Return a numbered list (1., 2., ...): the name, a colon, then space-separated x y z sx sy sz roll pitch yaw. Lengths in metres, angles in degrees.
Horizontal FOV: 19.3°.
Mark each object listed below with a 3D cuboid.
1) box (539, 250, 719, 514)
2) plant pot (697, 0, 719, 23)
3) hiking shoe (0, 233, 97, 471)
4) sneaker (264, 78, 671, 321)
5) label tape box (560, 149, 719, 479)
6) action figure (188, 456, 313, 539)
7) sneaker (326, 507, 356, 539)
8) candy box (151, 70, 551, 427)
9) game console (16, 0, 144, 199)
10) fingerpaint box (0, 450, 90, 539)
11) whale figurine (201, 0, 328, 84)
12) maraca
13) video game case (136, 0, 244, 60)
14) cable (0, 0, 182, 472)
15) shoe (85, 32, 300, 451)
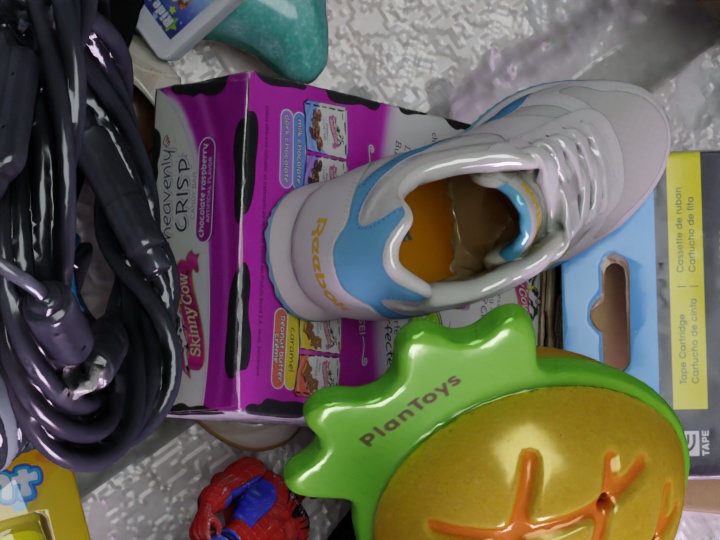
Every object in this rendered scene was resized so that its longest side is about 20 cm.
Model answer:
1. box: 0.166 0.033 0.992 0.199 0.021 0.164 9 81 -34
2. plant pot: 0.180 -0.236 0.983 0.173 0.200 0.200 42 73 8
3. hiking shoe: -0.157 -0.002 0.870 0.086 0.075 0.200 -13 54 -27
4. sneaker: 0.062 -0.026 0.851 0.200 0.081 0.077 -25 105 -34
5. label tape box: 0.190 0.020 0.943 0.199 0.063 0.145 -1 85 7
6. action figure: -0.060 0.131 0.887 0.066 0.052 0.200 60 36 -11
7. sneaker: 0.007 0.164 0.932 0.083 0.072 0.200 46 74 -11
8. candy box: 0.000 0.000 0.907 0.200 0.061 0.137 9 80 -46
9. game console: -0.203 -0.076 0.852 0.176 0.116 0.200 33 48 -25
10. fingerpaint box: -0.206 0.148 0.864 0.199 0.073 0.167 -13 88 -19
11. whale figurine: -0.015 -0.187 0.944 0.159 0.104 0.201 25 78 -14
12. maraca: 0.054 0.080 0.843 0.137 0.107 0.200 -39 135 11
13. video game case: -0.052 -0.207 0.904 0.200 0.018 0.143 -40 80 17
14. cable: -0.097 -0.030 0.770 0.051 0.163 0.200 -11 49 11
15. shoe: -0.080 -0.012 0.924 0.070 0.053 0.201 -25 90 -2
